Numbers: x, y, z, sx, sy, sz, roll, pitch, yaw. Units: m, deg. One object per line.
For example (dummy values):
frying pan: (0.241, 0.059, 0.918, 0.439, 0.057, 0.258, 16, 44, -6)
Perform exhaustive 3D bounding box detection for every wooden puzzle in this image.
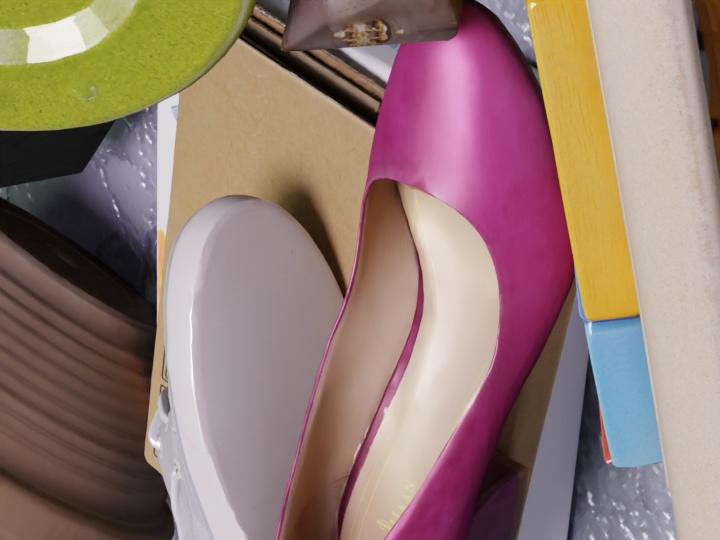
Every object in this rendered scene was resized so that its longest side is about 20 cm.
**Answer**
wooden puzzle: (0.067, -0.040, 0.625, 0.200, 0.037, 0.186, -90, -11, -62)

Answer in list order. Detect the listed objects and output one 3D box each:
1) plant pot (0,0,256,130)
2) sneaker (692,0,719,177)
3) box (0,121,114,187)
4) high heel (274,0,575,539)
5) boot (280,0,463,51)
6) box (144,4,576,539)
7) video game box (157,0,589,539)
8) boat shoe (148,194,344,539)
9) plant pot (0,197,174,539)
plant pot: (-0.087, -0.148, 0.625, 0.201, 0.199, 0.194, 123, 156, -49)
sneaker: (0.123, -0.079, 0.624, 0.077, 0.078, 0.201, -9, 98, 22)
box: (-0.157, -0.111, 0.835, 0.200, 0.148, 0.125, -46, 59, 63)
high heel: (0.010, 0.025, 0.687, 0.067, 0.096, 0.201, 21, 127, 37)
boot: (0.026, -0.149, 0.576, 0.186, 0.064, 0.201, 83, -156, -88)
box: (-0.006, 0.029, 0.801, 0.163, 0.021, 0.201, 35, 133, 30)
video game box: (0.000, 0.000, 0.835, 0.182, 0.047, 0.201, 33, 133, 38)
boat shoe: (-0.037, 0.065, 0.794, 0.068, 0.072, 0.201, 13, 131, 42)
plant pot: (-0.143, 0.032, 0.953, 0.201, 0.201, 0.093, 39, 97, 30)
